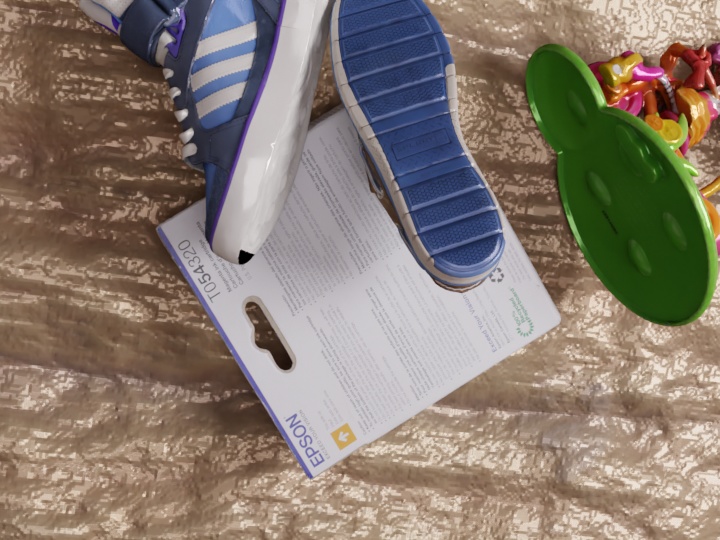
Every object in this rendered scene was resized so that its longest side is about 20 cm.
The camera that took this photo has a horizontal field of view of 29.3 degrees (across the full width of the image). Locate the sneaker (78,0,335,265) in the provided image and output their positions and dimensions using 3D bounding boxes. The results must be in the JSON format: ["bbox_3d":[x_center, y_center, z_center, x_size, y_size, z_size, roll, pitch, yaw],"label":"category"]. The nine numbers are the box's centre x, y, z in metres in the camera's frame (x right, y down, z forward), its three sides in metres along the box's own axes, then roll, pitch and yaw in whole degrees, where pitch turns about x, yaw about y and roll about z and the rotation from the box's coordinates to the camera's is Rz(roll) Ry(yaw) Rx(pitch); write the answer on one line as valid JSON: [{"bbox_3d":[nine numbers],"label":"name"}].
[{"bbox_3d":[-0.105,-0.116,0.825,0.145,0.081,0.201,15,87,9],"label":"sneaker"}]

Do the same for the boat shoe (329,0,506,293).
[{"bbox_3d":[0.026,-0.078,0.827,0.072,0.072,0.201,-13,73,-11],"label":"boat shoe"}]

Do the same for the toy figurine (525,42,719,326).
[{"bbox_3d":[0.233,-0.091,0.907,0.183,0.150,0.201,-26,79,-21],"label":"toy figurine"}]

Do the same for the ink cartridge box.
[{"bbox_3d":[0.000,0.000,0.894,0.199,0.043,0.197,-31,102,-4],"label":"ink cartridge box"}]
